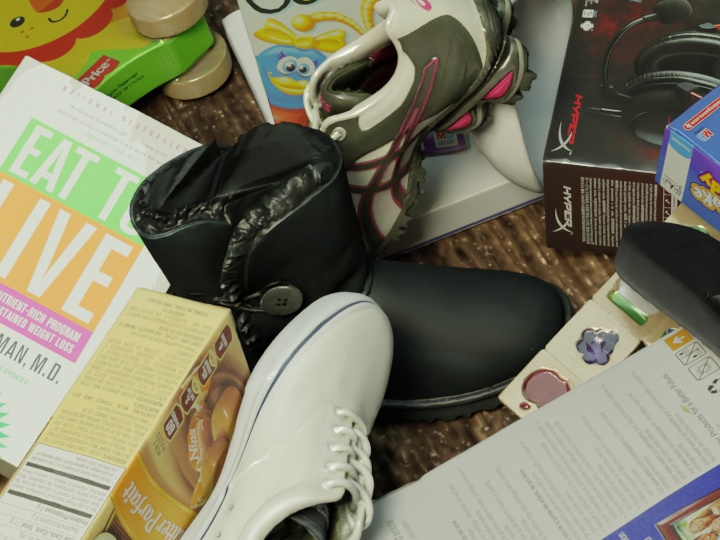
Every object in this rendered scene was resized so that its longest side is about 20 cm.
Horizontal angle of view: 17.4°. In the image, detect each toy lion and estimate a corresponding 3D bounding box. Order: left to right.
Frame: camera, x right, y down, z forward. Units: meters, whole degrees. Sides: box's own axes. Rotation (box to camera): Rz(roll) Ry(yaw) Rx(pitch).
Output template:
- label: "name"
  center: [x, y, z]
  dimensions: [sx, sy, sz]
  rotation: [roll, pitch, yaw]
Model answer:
- label: "toy lion"
  center: [-0.187, -0.127, 1.376]
  dimensions: [0.191, 0.069, 0.200]
  rotation: [23, 60, 36]

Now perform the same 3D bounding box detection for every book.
- label: "book"
  center: [-0.169, 0.002, 1.228]
  dimensions: [0.133, 0.048, 0.200]
  rotation: [28, 68, 0]

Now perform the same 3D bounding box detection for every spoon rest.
- label: "spoon rest"
  center: [0.085, -0.122, 1.257]
  dimensions: [0.060, 0.099, 0.200]
  rotation: [-14, 38, 10]

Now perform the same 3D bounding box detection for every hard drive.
- label: "hard drive"
  center: [0.014, -0.095, 1.320]
  dimensions: [0.132, 0.025, 0.200]
  rotation: [-21, 50, -5]

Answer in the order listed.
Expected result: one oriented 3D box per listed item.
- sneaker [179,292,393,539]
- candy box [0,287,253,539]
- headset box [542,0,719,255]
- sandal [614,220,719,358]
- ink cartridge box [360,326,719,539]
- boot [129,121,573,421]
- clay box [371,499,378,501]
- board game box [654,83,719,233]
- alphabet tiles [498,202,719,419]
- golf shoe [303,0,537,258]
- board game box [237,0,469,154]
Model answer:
- label: "sneaker"
  center: [-0.022, 0.098, 1.061]
  dimensions: [0.071, 0.073, 0.200]
  rotation: [1, 56, 41]
- label: "candy box"
  center: [-0.112, 0.120, 1.050]
  dimensions: [0.055, 0.116, 0.200]
  rotation: [13, 53, 24]
- label: "headset box"
  center: [0.204, -0.079, 1.222]
  dimensions: [0.199, 0.075, 0.149]
  rotation: [7, 55, 12]
- label: "sandal"
  center: [0.192, 0.023, 1.054]
  dimensions: [0.076, 0.043, 0.200]
  rotation: [-9, 35, -43]
- label: "ink cartridge box"
  center: [0.112, 0.127, 1.024]
  dimensions: [0.200, 0.047, 0.198]
  rotation: [-31, 36, -1]
- label: "boot"
  center: [0.000, 0.000, 1.153]
  dimensions: [0.200, 0.168, 0.077]
  rotation: [-9, 50, 5]
- label: "clay box"
  center: [-0.055, 0.169, 1.105]
  dimensions: [0.199, 0.048, 0.115]
  rotation: [-4, 48, 9]
- label: "board game box"
  center: [0.260, -0.069, 1.134]
  dimensions: [0.200, 0.045, 0.134]
  rotation: [-36, 63, -24]
- label: "alphabet tiles"
  center: [0.193, 0.065, 1.112]
  dimensions: [0.200, 0.008, 0.167]
  rotation: [42, 82, 19]
- label: "golf shoe"
  center: [-0.002, -0.071, 1.183]
  dimensions: [0.088, 0.200, 0.077]
  rotation: [8, 45, -38]
- label: "board game box"
  center: [-0.009, -0.160, 1.230]
  dimensions: [0.103, 0.200, 0.105]
  rotation: [-7, 49, 7]
